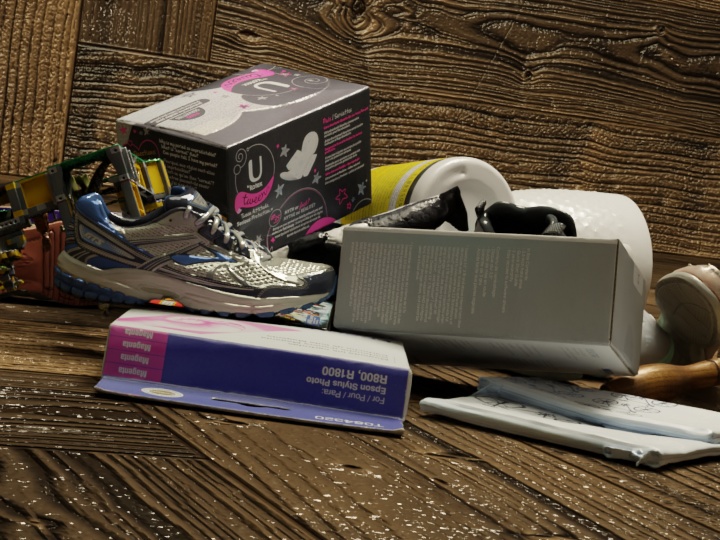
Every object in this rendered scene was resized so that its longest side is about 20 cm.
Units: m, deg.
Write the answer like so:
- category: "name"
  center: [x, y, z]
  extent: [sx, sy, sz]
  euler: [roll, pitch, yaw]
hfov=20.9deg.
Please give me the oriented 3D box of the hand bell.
- category: "hand bell"
  center: [0.268, 0.081, 1.506]
  extent: [0.200, 0.104, 0.104]
  euler: [-10, 13, -31]

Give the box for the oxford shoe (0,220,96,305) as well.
- category: "oxford shoe"
  center: [-0.277, -0.010, 1.628]
  extent: [0.200, 0.071, 0.074]
  euler: [5, 1, -39]

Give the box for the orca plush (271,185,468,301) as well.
- category: "orca plush"
  center: [0.000, 0.000, 1.606]
  extent: [0.199, 0.071, 0.105]
  euler: [-18, -7, -14]

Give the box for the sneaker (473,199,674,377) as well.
- category: "sneaker"
  center: [0.173, 0.007, 1.617]
  extent: [0.200, 0.078, 0.140]
  euler: [27, -28, 17]

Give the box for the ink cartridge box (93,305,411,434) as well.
- category: "ink cartridge box"
  center: [-0.066, 0.061, 1.283]
  extent: [0.196, 0.043, 0.200]
  euler: [8, 3, -2]

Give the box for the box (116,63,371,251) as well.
- category: "box"
  center: [-0.099, -0.096, 1.688]
  extent: [0.132, 0.115, 0.200]
  euler: [16, 27, 34]

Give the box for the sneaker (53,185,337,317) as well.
- category: "sneaker"
  center: [-0.113, -0.015, 1.369]
  extent: [0.199, 0.085, 0.077]
  euler: [6, 5, -5]

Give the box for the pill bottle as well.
- category: "pill bottle"
  center: [0.045, -0.044, 1.790]
  extent: [0.111, 0.112, 0.200]
  euler: [5, -4, -31]

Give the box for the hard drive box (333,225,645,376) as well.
- category: "hard drive box"
  center: [0.098, 0.025, 1.418]
  extent: [0.199, 0.077, 0.156]
  euler: [4, -10, 15]

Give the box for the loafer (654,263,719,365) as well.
- category: "loafer"
  center: [0.288, 0.032, 1.633]
  extent: [0.072, 0.063, 0.200]
  euler: [47, -13, 17]

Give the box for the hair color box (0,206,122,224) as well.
- category: "hair color box"
  center: [-0.255, -0.025, 1.782]
  extent: [0.109, 0.065, 0.200]
  euler: [3, 0, -28]

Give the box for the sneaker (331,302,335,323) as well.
- category: "sneaker"
  center: [-0.037, 0.018, 1.750]
  extent: [0.081, 0.077, 0.200]
  euler: [-15, 14, -22]

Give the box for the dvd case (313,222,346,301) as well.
- category: "dvd case"
  center: [-0.077, -0.001, 1.713]
  extent: [0.143, 0.018, 0.200]
  euler: [-37, 30, -28]

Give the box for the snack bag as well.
- category: "snack bag"
  center: [0.158, 0.099, 1.323]
  extent: [0.188, 0.021, 0.200]
  euler: [11, 6, 33]

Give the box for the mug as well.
- category: "mug"
  center: [0.177, -0.008, 1.844]
  extent: [0.175, 0.148, 0.200]
  euler: [4, -5, -22]

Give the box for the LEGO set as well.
- category: "LEGO set"
  center: [-0.222, -0.011, 1.490]
  extent: [0.199, 0.116, 0.154]
  euler: [-17, -7, -4]

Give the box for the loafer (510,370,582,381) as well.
- category: "loafer"
  center: [0.113, 0.046, 1.637]
  extent: [0.072, 0.063, 0.200]
  euler: [3, 7, -41]

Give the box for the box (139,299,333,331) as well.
- category: "box"
  center: [-0.091, 0.042, 1.482]
  extent: [0.136, 0.040, 0.200]
  euler: [7, 5, -1]
